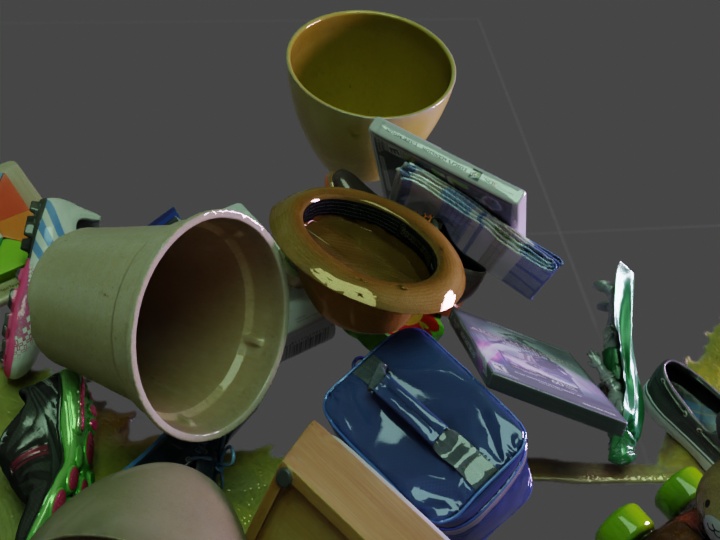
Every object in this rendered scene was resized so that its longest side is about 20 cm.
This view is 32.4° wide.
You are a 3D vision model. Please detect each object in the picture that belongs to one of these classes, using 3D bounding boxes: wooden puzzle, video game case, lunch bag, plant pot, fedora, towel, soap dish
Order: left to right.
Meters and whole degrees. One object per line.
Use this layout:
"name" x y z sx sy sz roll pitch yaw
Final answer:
"wooden puzzle" -0.416 -0.035 1.333 0.184 0.038 0.200 -26 56 -29
"plant pot" -0.196 0.036 1.123 0.182 0.203 0.200 10 40 36
"plant pot" -0.169 0.237 1.014 0.197 0.202 0.135 14 38 4
"soap dish" -0.014 0.252 1.043 0.199 0.159 0.081 39 25 25
"fedora" 0.000 0.000 1.182 0.198 0.083 0.202 15 33 -10
"plant pot" 0.005 -0.192 1.474 0.197 0.143 0.202 4 47 -5
"lunch bag" 0.059 0.151 1.146 0.136 0.133 0.200 -41 62 -16
"video game case" 0.097 -0.073 1.345 0.180 0.200 0.023 29 73 18
"towel" 0.116 -0.038 1.329 0.199 0.147 0.024 33 75 3
"video game case" 0.168 0.096 1.220 0.141 0.019 0.200 21 13 -12

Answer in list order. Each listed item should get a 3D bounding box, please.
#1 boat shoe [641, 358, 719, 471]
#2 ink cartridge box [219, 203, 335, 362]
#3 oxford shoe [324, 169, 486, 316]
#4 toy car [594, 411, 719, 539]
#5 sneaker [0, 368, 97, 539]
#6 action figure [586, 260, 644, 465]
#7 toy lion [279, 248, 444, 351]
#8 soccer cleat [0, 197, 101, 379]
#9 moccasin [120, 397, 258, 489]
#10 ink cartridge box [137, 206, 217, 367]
"boat shoe" 0.372 0.162 1.251 0.069 0.067 0.200 -27 56 -29
"ink cartridge box" -0.145 0.026 1.318 0.161 0.051 0.200 -23 49 -27
"oxford shoe" 0.048 -0.045 1.305 0.200 0.073 0.071 42 29 -8
"toy car" 0.325 0.223 1.093 0.156 0.202 0.165 -23 54 -28
"sneaker" -0.291 0.183 1.136 0.082 0.077 0.202 -11 45 7
"action figure" 0.265 0.107 1.277 0.054 0.119 0.202 -7 53 16
"toy lion" 0.012 0.008 1.320 0.191 0.069 0.200 38 29 1
"soccer cleat" -0.311 0.017 1.261 0.085 0.070 0.203 13 63 -15
"moccasin" -0.161 0.188 1.149 0.068 0.081 0.200 39 67 20
"ink cartridge box" -0.193 0.020 1.250 0.099 0.039 0.201 -37 57 0
